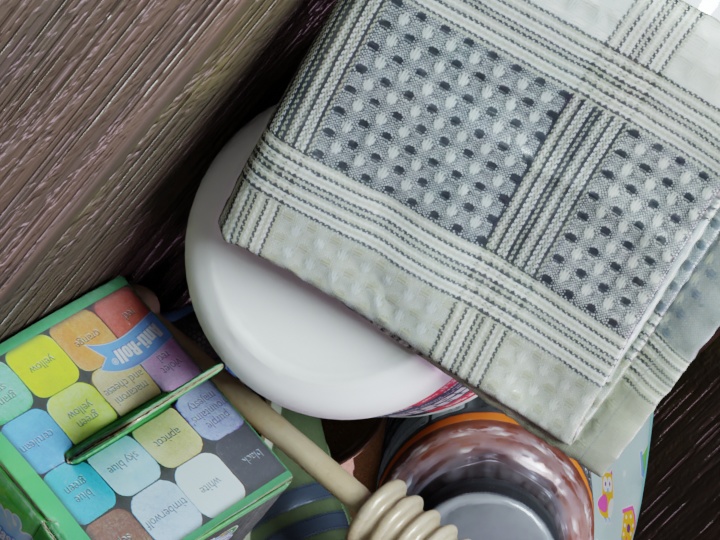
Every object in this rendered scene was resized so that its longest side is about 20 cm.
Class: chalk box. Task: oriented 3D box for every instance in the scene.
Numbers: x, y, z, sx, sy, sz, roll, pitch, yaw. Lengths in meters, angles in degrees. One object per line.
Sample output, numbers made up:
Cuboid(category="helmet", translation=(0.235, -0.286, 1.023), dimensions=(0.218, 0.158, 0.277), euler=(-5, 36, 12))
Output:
Cuboid(category="chalk box", translation=(-0.127, 0.097, 1.294), dimensions=(0.125, 0.124, 0.200), euler=(-30, 163, -45))

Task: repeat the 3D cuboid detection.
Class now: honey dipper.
Cuboid(category="honey dipper", translation=(-0.034, 0.070, 1.309), dimensions=(0.038, 0.200, 0.038), euler=(-44, 163, -17))

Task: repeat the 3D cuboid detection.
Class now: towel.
Cuboid(category="towel", translation=(0.066, -0.037, 1.166), dimensions=(0.193, 0.200, 0.035), euler=(-58, -179, 23))

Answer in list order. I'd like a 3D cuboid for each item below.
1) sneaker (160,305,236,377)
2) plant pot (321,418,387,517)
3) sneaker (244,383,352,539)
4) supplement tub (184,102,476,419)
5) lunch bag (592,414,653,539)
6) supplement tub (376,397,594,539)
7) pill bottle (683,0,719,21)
Cuboid(category="sneaker", translation=(-0.097, 0.056, 1.434), dimensions=(0.090, 0.078, 0.200), euler=(-57, -179, -28))
Cuboid(category="plant pot", translation=(-0.019, 0.110, 1.664), dimensions=(0.186, 0.186, 0.200), euler=(-39, 154, -13))
Cuboid(category="sneaker", translation=(-0.028, 0.140, 1.386), dimensions=(0.067, 0.090, 0.201), euler=(-49, -156, 49))
Cuboid(category="supplement tub", translation=(0.010, -0.004, 1.324), dimensions=(0.140, 0.140, 0.200), euler=(-43, 170, 7))
Cuboid(category="lunch bag", translation=(0.094, 0.091, 1.632), dimensions=(0.200, 0.077, 0.161), euler=(2, 92, -63))
Cuboid(category="supplement tub", translation=(0.060, 0.109, 1.426), dimensions=(0.107, 0.107, 0.200), euler=(-44, -171, 13))
Cuboid(category="pill bottle", translation=(0.136, -0.106, 1.251), dimensions=(0.116, 0.116, 0.200), euler=(-44, 136, 14))
